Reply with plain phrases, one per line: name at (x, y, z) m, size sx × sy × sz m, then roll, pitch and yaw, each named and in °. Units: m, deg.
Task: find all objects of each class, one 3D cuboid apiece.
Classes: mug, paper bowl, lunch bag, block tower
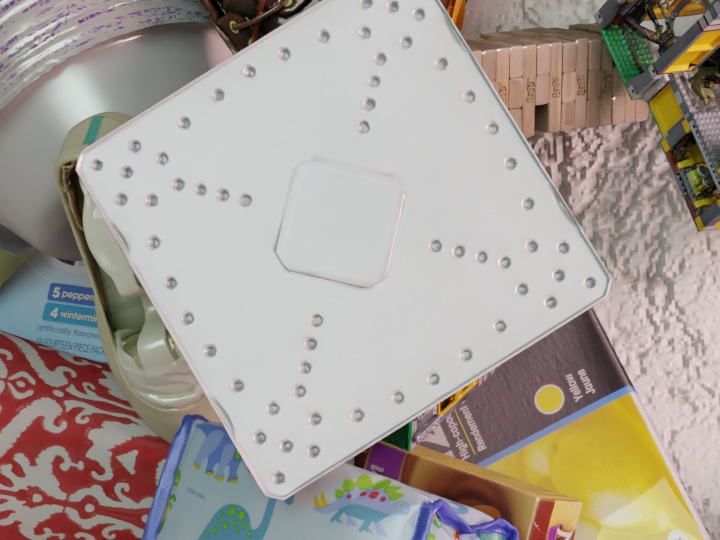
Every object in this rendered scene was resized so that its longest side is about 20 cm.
mug at (-0.177, 0.092, 1.113) m, size 0.198 × 0.134 × 0.179 m, roll 15°, pitch 42°, yaw -11°
paper bowl at (-0.148, -0.084, 1.097) m, size 0.200 × 0.201 × 0.105 m, roll -33°, pitch 66°, yaw 4°
lunch bag at (-0.032, 0.198, 0.980) m, size 0.169 × 0.127 × 0.202 m, roll 14°, pitch 82°, yaw 35°
block tower at (0.084, -0.108, 1.087) m, size 0.054 × 0.198 × 0.058 m, roll 19°, pitch 115°, yaw 51°

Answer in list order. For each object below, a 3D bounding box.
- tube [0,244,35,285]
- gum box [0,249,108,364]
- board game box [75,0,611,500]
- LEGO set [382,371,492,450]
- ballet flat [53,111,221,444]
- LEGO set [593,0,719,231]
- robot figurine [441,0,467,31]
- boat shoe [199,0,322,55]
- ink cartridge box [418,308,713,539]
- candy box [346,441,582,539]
tube at (-0.288, 0.028, 1.220) m, size 0.200 × 0.052 × 0.058 m, roll -41°, pitch 22°, yaw 25°
gum box at (-0.134, -0.031, 1.210) m, size 0.168 × 0.045 × 0.202 m, roll 8°, pitch 75°, yaw 19°
board game box at (-0.009, -0.022, 0.939) m, size 0.199 × 0.026 × 0.201 m, roll -31°, pitch 81°, yaw -1°
LEGO set at (0.000, 0.000, 1.060) m, size 0.198 × 0.155 × 0.116 m, roll 12°, pitch 32°, yaw 33°
ballet flat at (-0.116, 0.016, 1.010) m, size 0.069 × 0.070 × 0.202 m, roll -15°, pitch 108°, yaw 12°
LEGO set at (0.231, -0.118, 1.054) m, size 0.152 × 0.116 × 0.202 m, roll -1°, pitch 64°, yaw -29°
robot figurine at (0.032, -0.145, 1.145) m, size 0.058 × 0.145 × 0.202 m, roll 17°, pitch 89°, yaw 4°
boat shoe at (-0.051, -0.143, 1.008) m, size 0.200 × 0.070 × 0.071 m, roll 49°, pitch 113°, yaw 26°
ink cartridge box at (0.084, 0.140, 1.089) m, size 0.199 × 0.047 × 0.199 m, roll -28°, pitch 67°, yaw 5°
candy box at (0.016, 0.156, 1.063) m, size 0.199 × 0.056 × 0.118 m, roll 15°, pitch 92°, yaw 36°
